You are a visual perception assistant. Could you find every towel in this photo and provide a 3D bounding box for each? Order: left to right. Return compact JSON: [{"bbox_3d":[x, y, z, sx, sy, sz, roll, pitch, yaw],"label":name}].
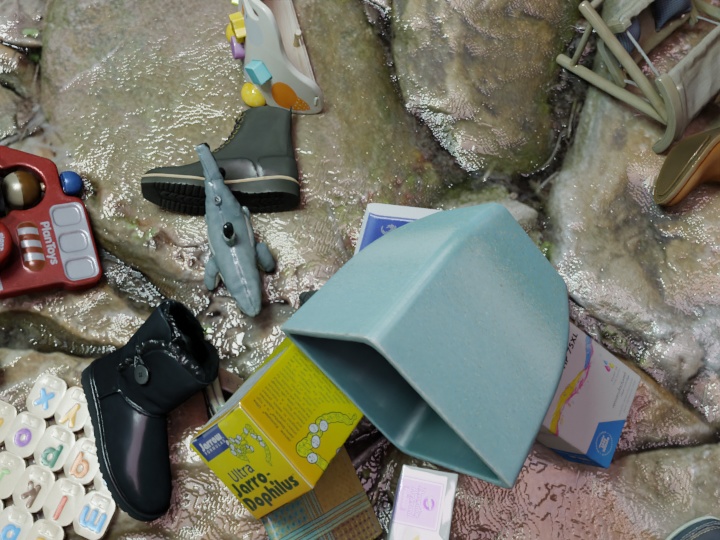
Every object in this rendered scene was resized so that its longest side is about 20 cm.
[{"bbox_3d":[-0.067,0.224,0.893,0.145,0.022,0.202,-11,70,-46],"label":"towel"}]

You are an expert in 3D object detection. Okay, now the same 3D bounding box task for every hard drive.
[{"bbox_3d":[0.049,0.020,0.903,0.129,0.202,0.026,5,38,-14],"label":"hard drive"}]

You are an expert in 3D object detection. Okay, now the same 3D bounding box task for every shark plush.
[{"bbox_3d":[-0.147,-0.051,0.957,0.089,0.083,0.204,-4,106,-8],"label":"shark plush"}]

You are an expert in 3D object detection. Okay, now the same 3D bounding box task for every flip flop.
[{"bbox_3d":[-0.155,0.144,0.941,0.057,0.081,0.202,-18,67,-21],"label":"flip flop"}]

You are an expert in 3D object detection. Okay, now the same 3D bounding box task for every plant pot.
[{"bbox_3d":[0.082,0.048,0.765,0.197,0.195,0.201,46,70,-19],"label":"plant pot"}]

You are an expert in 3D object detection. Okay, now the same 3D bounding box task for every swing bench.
[{"bbox_3d":[0.402,-0.302,1.047,0.199,0.130,0.200,-42,77,-13],"label":"swing bench"}]

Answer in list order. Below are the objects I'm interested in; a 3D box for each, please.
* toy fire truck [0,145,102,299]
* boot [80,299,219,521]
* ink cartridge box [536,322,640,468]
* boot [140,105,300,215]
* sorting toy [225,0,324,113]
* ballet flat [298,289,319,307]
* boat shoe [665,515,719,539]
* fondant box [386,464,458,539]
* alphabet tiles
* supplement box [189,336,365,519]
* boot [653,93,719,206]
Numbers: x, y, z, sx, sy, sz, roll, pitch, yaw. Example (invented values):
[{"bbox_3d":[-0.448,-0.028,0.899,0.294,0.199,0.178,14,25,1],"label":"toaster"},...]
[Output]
[{"bbox_3d":[-0.420,-0.061,0.996,0.165,0.112,0.203,-10,71,-29],"label":"toy fire truck"},{"bbox_3d":[-0.220,0.153,0.887,0.167,0.076,0.203,-34,71,29],"label":"boot"},{"bbox_3d":[0.209,0.121,0.895,0.199,0.067,0.118,34,72,-24],"label":"ink cartridge box"},{"bbox_3d":[-0.178,-0.149,1.036,0.196,0.078,0.141,2,67,-13],"label":"boot"},{"bbox_3d":[-0.123,-0.321,1.028,0.105,0.180,0.203,-15,72,-5],"label":"sorting toy"},{"bbox_3d":[0.000,0.000,0.945,0.199,0.066,0.057,-40,76,22],"label":"ballet flat"},{"bbox_3d":[0.337,0.344,0.874,0.199,0.062,0.075,-36,73,-11],"label":"boat shoe"},{"bbox_3d":[0.054,0.284,0.822,0.057,0.200,0.147,11,71,4],"label":"fondant box"},{"bbox_3d":[-0.366,0.230,0.938,0.197,0.015,0.198,21,71,6],"label":"alphabet tiles"},{"bbox_3d":[-0.066,0.141,0.854,0.110,0.109,0.200,48,41,-4],"label":"supplement box"},{"bbox_3d":[0.480,-0.128,1.024,0.155,0.077,0.201,38,87,-14],"label":"boot"}]
